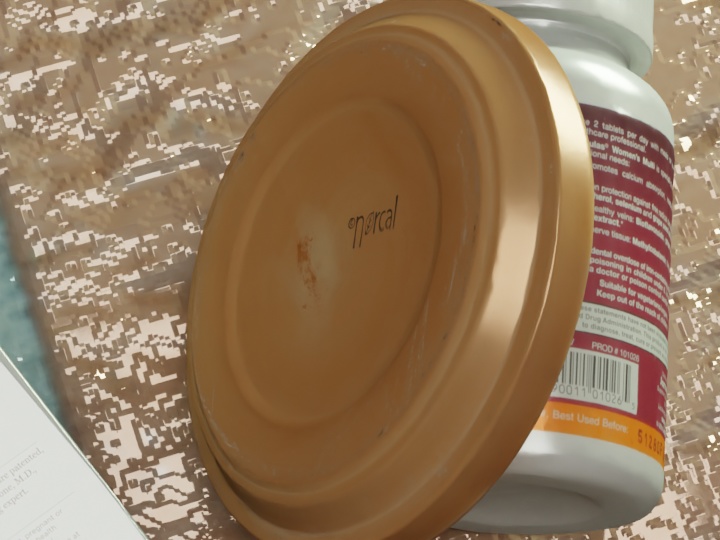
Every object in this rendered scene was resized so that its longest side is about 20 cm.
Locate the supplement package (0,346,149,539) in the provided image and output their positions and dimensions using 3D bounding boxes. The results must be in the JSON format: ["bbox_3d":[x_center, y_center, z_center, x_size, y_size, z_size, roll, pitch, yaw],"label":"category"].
[{"bbox_3d":[-0.190,0.101,0.866,0.191,0.147,0.200,-36,79,-15],"label":"supplement package"}]

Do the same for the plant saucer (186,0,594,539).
[{"bbox_3d":[0.000,0.000,0.900,0.032,0.200,0.201,18,67,-37],"label":"plant saucer"}]

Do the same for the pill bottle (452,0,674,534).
[{"bbox_3d":[0.058,-0.013,0.948,0.109,0.110,0.201,6,72,-4],"label":"pill bottle"}]
